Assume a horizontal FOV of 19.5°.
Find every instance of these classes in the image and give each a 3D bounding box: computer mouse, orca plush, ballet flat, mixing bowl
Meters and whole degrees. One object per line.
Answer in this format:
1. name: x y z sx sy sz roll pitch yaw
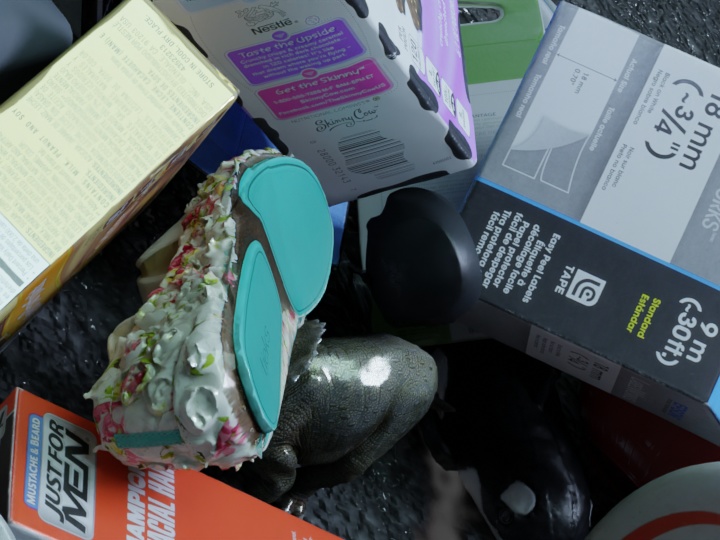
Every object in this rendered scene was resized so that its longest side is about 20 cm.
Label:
1. computer mouse: 0.000 0.000 0.921 0.034 0.200 0.059 -18 93 -20
2. orca plush: 0.085 0.050 1.036 0.105 0.071 0.200 31 35 -25
3. ballet flat: -0.054 0.009 0.742 0.200 0.064 0.076 -72 144 -68
4. mixing bowl: 0.179 0.083 1.043 0.200 0.108 0.200 50 -5 6

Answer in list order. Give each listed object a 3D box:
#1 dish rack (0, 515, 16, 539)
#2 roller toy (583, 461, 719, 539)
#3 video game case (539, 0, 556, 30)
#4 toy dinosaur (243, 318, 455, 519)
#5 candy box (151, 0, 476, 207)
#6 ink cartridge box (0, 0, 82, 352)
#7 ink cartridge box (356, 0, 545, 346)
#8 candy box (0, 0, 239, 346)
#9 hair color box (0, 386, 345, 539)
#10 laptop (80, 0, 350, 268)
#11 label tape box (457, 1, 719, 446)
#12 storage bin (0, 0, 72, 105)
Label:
1. dish rack: -0.147 0.176 0.594 0.171 0.044 0.200 -24 71 -22
2. roller toy: 0.180 0.180 0.893 0.139 0.200 0.183 22 36 -38
3. video game case: 0.155 -0.086 1.252 0.183 0.022 0.200 58 13 18
4. toy dinosaur: -0.012 0.058 0.883 0.199 0.102 0.077 14 44 -40
5. candy box: -0.026 -0.147 0.832 0.200 0.071 0.168 47 33 -56
6. ink cartridge box: -0.149 -0.077 0.887 0.146 0.085 0.200 43 34 -7
7. ink cartridge box: 0.050 -0.056 1.052 0.059 0.103 0.201 80 5 -46
8. candy box: -0.138 0.002 0.706 0.055 0.115 0.200 44 61 -3
9. hair color box: -0.065 0.131 0.731 0.200 0.111 0.064 28 35 -28
10. laptop: -0.047 -0.141 0.898 0.115 0.201 0.188 8 38 0
11. label tape box: 0.148 -0.011 0.928 0.199 0.145 0.063 25 -14 8
12. storage bin: -0.205 -0.061 0.716 0.146 0.200 0.134 50 21 6
